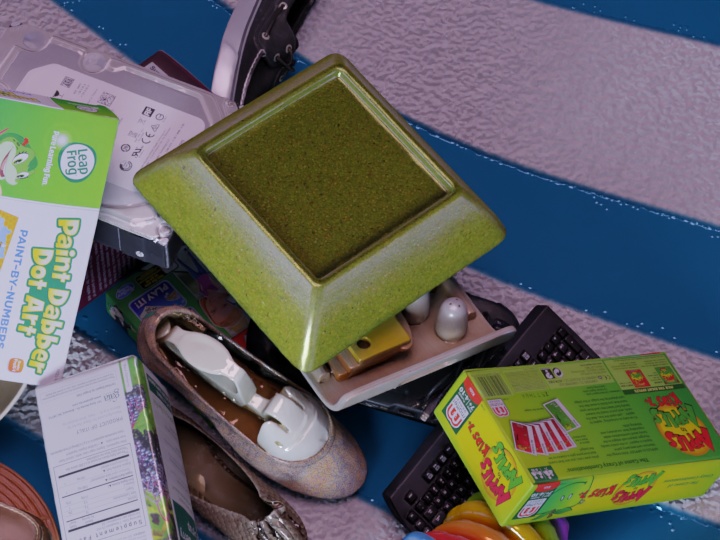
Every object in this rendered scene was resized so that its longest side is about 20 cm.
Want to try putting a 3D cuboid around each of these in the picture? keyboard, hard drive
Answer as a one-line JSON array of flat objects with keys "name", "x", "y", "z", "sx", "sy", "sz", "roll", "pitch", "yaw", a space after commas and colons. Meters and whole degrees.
[{"name": "keyboard", "x": 0.093, "y": 0.108, "z": 1.700, "sx": 0.104, "sy": 0.040, "sz": 0.200, "roll": 41, "pitch": 68, "yaw": -3}, {"name": "hard drive", "x": -0.199, "y": -0.096, "z": 1.733, "sx": 0.199, "sy": 0.038, "sz": 0.140, "roll": 21, "pitch": 58, "yaw": 14}]

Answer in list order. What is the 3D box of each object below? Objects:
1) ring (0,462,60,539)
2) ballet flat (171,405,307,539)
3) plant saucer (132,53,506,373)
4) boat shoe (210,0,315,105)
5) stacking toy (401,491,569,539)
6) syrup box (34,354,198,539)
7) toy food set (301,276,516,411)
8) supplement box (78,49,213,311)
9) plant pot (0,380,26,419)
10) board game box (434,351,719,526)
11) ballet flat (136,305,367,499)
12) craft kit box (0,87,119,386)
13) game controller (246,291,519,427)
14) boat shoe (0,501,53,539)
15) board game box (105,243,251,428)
[{"name": "ring", "x": -0.310, "y": 0.210, "z": 1.671, "sx": 0.199, "sy": 0.019, "sz": 0.201, "roll": 0, "pitch": 57, "yaw": -1}, {"name": "ballet flat", "x": -0.117, "y": 0.144, "z": 1.699, "sx": 0.200, "sy": 0.046, "sz": 0.067, "roll": 37, "pitch": 63, "yaw": 22}, {"name": "plant saucer", "x": -0.025, "y": -0.057, "z": 1.676, "sx": 0.200, "sy": 0.048, "sz": 0.200, "roll": -33, "pitch": 69, "yaw": -27}, {"name": "boat shoe", "x": -0.076, "y": -0.185, "z": 1.910, "sx": 0.056, "sy": 0.069, "sz": 0.201, "roll": 12, "pitch": 55, "yaw": 7}, {"name": "stacking toy", "x": 0.104, "y": 0.185, "z": 1.652, "sx": 0.116, "sy": 0.110, "sz": 0.200, "roll": 38, "pitch": 51, "yaw": 5}, {"name": "syrup box", "x": -0.161, "y": 0.171, "z": 1.635, "sx": 0.081, "sy": 0.079, "sz": 0.201, "roll": -18, "pitch": 65, "yaw": 7}, {"name": "toy food set", "x": 0.000, "y": 0.000, "z": 1.700, "sx": 0.143, "sy": 0.061, "sz": 0.200, "roll": -22, "pitch": 56, "yaw": -22}, {"name": "supplement box", "x": -0.196, "y": -0.060, "z": 1.798, "sx": 0.200, "sy": 0.111, "sz": 0.086, "roll": -38, "pitch": 65, "yaw": -23}, {"name": "plant pot", "x": -0.340, "y": 0.024, "z": 1.714, "sx": 0.199, "sy": 0.201, "sz": 0.134, "roll": -20, "pitch": 20, "yaw": -14}, {"name": "board game box", "x": 0.159, "y": 0.116, "z": 1.666, "sx": 0.199, "sy": 0.048, "sz": 0.102, "roll": -3, "pitch": 51, "yaw": -39}, {"name": "ballet flat", "x": -0.079, "y": 0.094, "z": 1.695, "sx": 0.200, "sy": 0.067, "sz": 0.068, "roll": 34, "pitch": 70, "yaw": 3}, {"name": "craft kit box", "x": -0.283, "y": -0.030, "z": 1.625, "sx": 0.197, "sy": 0.201, "sz": 0.048, "roll": 8, "pitch": 12, "yaw": -25}, {"name": "game controller", "x": 0.018, "y": 0.051, "z": 1.751, "sx": 0.199, "sy": 0.042, "sz": 0.105, "roll": 16, "pitch": 79, "yaw": -2}, {"name": "boat shoe", "x": -0.313, "y": 0.177, "z": 1.641, "sx": 0.199, "sy": 0.068, "sz": 0.072, "roll": 6, "pitch": 54, "yaw": 2}, {"name": "board game box", "x": -0.074, "y": 0.015, "z": 1.798, "sx": 0.200, "sy": 0.029, "sz": 0.135, "roll": -34, "pitch": 62, "yaw": -21}]
